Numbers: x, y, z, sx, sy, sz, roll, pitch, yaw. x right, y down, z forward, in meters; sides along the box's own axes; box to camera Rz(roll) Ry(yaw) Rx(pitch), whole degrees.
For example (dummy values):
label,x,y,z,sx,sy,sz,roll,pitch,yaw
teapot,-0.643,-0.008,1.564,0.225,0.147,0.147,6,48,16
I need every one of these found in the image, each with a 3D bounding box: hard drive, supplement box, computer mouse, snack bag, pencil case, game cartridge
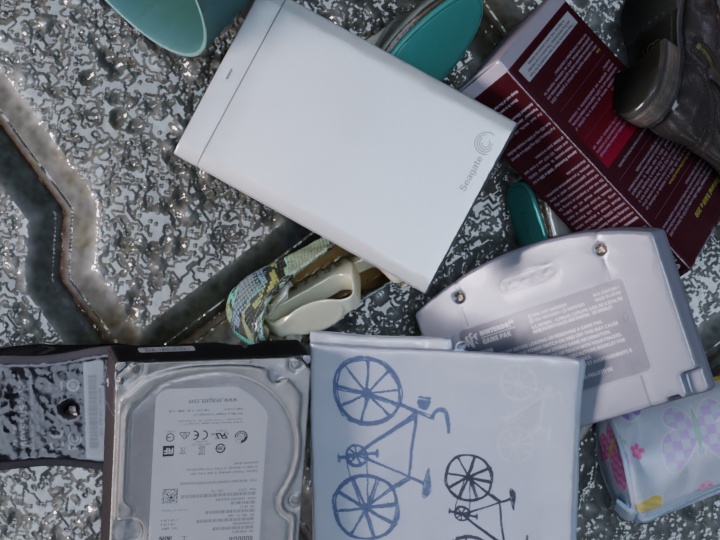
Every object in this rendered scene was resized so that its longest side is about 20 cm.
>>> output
label,x,y,z,sx,sy,sz,roll,pitch,yaw
hard drive,-0.010,-0.090,1.273,0.199,0.027,0.132,29,90,4
hard drive,-0.109,0.149,1.283,0.139,0.038,0.201,0,109,-18
supplement box,0.169,-0.089,1.322,0.200,0.061,0.109,46,45,-6
computer mouse,-0.222,0.088,1.296,0.199,0.053,0.139,3,95,-7
snack bag,0.061,0.134,1.303,0.199,0.021,0.190,2,109,8
pencil case,0.271,0.121,1.352,0.199,0.083,0.091,-13,82,-7
game cartridge,0.139,0.045,1.300,0.199,0.040,0.134,-19,90,32

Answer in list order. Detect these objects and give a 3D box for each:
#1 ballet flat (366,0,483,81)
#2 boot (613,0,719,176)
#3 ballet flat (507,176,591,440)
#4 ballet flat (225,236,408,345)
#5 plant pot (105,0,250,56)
label,x,y,z,sx,sy,sz,roll,pitch,yaw
ballet flat,0.009,-0.130,1.323,0.200,0.064,0.067,-55,141,-4
boot,0.271,-0.133,1.350,0.174,0.069,0.201,31,58,-22
ballet flat,0.158,0.023,1.349,0.069,0.069,0.201,-11,91,-8
ballet flat,0.000,0.000,1.317,0.199,0.074,0.074,-34,95,-3
plant pot,-0.114,-0.272,1.243,0.161,0.200,0.201,-42,96,-17
